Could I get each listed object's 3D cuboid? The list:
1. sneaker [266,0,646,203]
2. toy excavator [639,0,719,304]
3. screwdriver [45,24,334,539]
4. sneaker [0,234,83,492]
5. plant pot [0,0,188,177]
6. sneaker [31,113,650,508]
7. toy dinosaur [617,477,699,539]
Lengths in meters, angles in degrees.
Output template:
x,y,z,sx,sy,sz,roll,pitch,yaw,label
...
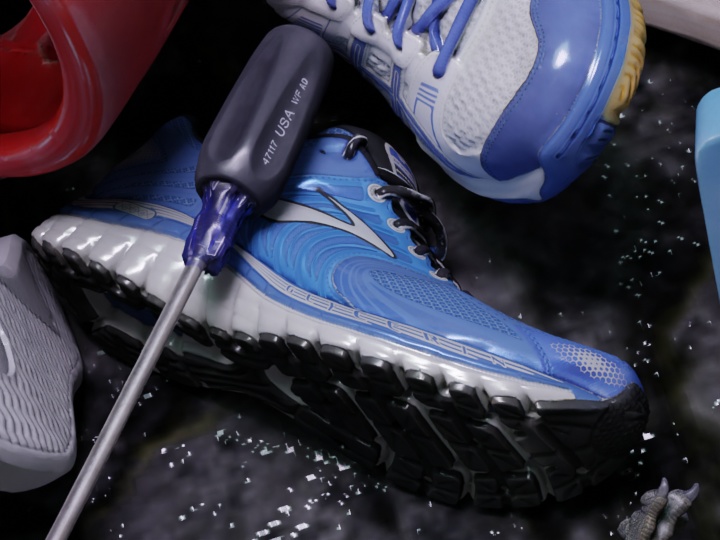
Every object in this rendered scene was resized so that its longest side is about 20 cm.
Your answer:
x,y,z,sx,sy,sz,roll,pitch,yaw,label
0.009,-0.080,0.856,0.075,0.088,0.200,-61,29,5,sneaker
0.135,-0.042,0.840,0.194,0.100,0.200,-5,40,14,toy excavator
-0.050,0.013,0.801,0.028,0.029,0.200,6,59,28,screwdriver
-0.144,0.043,0.807,0.118,0.200,0.074,-25,92,1,sneaker
-0.116,-0.155,0.834,0.200,0.200,0.183,19,64,27,plant pot
0.000,0.000,0.845,0.200,0.079,0.089,24,66,30,sneaker
0.078,0.114,0.761,0.200,0.047,0.088,-31,59,-3,toy dinosaur
